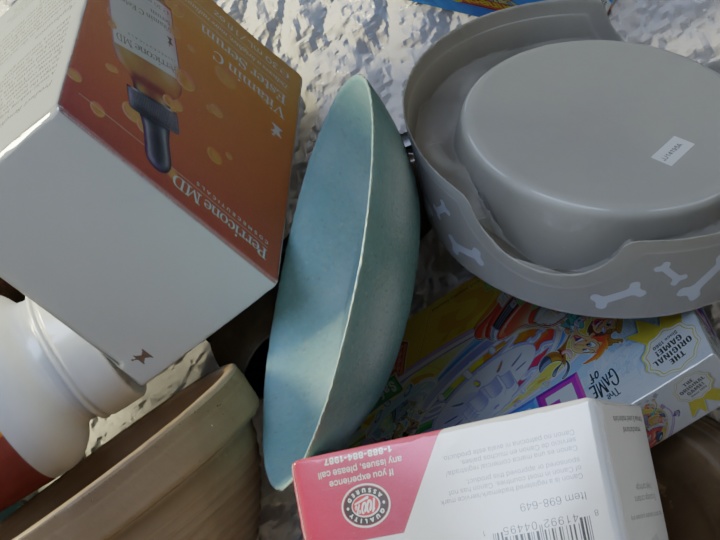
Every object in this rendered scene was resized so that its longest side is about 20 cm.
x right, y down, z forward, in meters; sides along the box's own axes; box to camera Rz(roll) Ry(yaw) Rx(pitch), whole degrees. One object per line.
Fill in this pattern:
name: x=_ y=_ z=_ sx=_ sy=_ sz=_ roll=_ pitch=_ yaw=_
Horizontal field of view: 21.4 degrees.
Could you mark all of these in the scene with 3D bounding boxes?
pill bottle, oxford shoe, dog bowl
pill bottle: x=-0.224 y=0.083 z=1.051 sx=0.200 sy=0.112 sz=0.112 roll=-31 pitch=54 yaw=5
oxford shoe: x=0.000 y=0.000 z=1.021 sx=0.200 sy=0.073 sz=0.084 roll=-42 pitch=53 yaw=24
dog bowl: x=0.118 y=-0.054 z=0.912 sx=0.200 sy=0.059 sz=0.200 roll=0 pitch=40 yaw=0

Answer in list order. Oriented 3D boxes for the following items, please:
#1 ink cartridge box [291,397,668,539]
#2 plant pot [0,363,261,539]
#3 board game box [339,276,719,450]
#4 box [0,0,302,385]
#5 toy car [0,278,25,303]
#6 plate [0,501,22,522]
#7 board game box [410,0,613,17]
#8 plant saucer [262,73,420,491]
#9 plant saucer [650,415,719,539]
ink cartridge box: x=0.066 y=0.167 z=0.825 sx=0.145 sy=0.085 sz=0.200 roll=-14 pitch=79 yaw=21
plant pot: x=-0.120 y=0.142 z=0.984 sx=0.201 sy=0.201 sz=0.093 roll=-35 pitch=93 yaw=15
board game box: x=0.074 y=0.057 z=0.934 sx=0.200 sy=0.034 sz=0.135 roll=-33 pitch=39 yaw=14
box: x=-0.125 y=-0.068 z=1.030 sx=0.106 sy=0.152 sz=0.200 roll=-36 pitch=29 yaw=26
toy car: x=-0.280 y=-0.017 z=1.125 sx=0.158 sy=0.200 sz=0.164 roll=-29 pitch=55 yaw=18
plate: x=-0.271 y=0.199 z=1.100 sx=0.200 sy=0.026 sz=0.200 roll=-14 pitch=61 yaw=27
board game box: x=0.083 y=-0.245 z=1.090 sx=0.200 sy=0.056 sz=0.196 roll=20 pitch=80 yaw=38
plant saucer: x=-0.005 y=0.008 z=0.910 sx=0.201 sy=0.039 sz=0.201 roll=-169 pitch=90 yaw=-78
plant saucer: x=0.111 y=0.152 z=0.897 sx=0.200 sy=0.029 sz=0.200 roll=-14 pitch=62 yaw=27
